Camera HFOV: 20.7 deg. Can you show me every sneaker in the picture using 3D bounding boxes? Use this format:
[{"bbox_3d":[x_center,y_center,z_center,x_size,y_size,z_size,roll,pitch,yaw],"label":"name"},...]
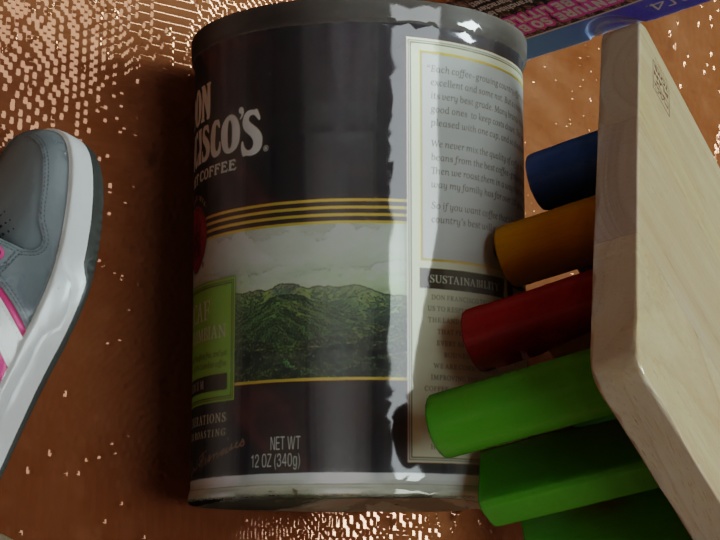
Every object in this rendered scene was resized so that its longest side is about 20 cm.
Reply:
[{"bbox_3d":[-0.182,0.013,0.743,0.121,0.084,0.200,37,63,-38],"label":"sneaker"}]

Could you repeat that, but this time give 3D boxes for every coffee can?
[{"bbox_3d":[0.000,0.000,0.839,0.146,0.146,0.200,7,78,-37],"label":"coffee can"}]

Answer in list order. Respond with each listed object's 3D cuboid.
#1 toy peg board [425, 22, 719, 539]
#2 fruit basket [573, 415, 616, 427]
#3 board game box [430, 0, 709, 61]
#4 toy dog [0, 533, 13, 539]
[{"bbox_3d":[0.108,0.044,0.802,0.200,0.098,0.199,55,28,-35],"label":"toy peg board"},{"bbox_3d":[0.216,0.102,0.955,0.155,0.215,0.216,-12,89,-38],"label":"fruit basket"},{"bbox_3d":[0.063,-0.197,0.914,0.200,0.159,0.097,28,66,-32],"label":"board game box"},{"bbox_3d":[-0.098,0.186,0.761,0.200,0.096,0.132,30,20,1],"label":"toy dog"}]
